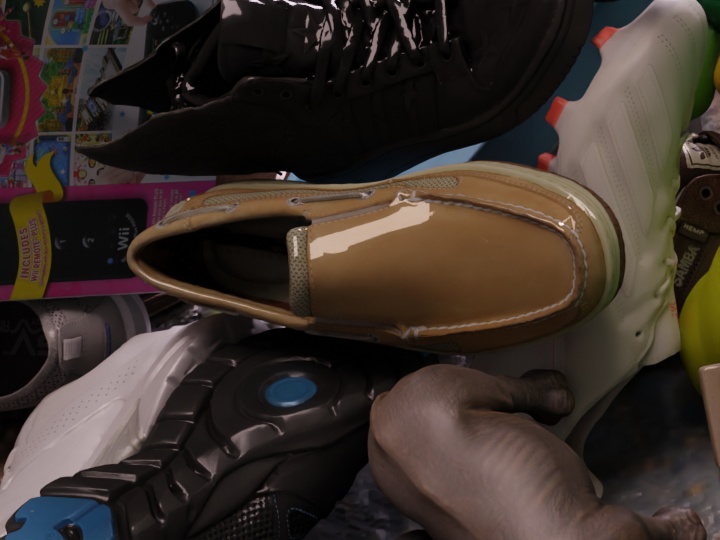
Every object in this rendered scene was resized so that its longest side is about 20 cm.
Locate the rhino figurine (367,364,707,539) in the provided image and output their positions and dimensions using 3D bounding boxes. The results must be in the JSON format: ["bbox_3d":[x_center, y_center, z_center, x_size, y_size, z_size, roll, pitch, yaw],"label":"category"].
[{"bbox_3d":[0.077,0.103,1.018,0.200,0.060,0.087,45,27,27],"label":"rhino figurine"}]

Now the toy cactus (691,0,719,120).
[{"bbox_3d":[0.197,-0.138,1.172,0.199,0.165,0.102,-21,20,29],"label":"toy cactus"}]

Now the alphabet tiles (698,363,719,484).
[{"bbox_3d":[0.201,0.080,0.927,0.165,0.201,0.006,-11,-1,-1],"label":"alphabet tiles"}]

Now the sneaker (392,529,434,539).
[{"bbox_3d":[-0.029,0.169,1.015,0.079,0.076,0.200,-6,28,35],"label":"sneaker"}]

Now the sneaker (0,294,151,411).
[{"bbox_3d":[-0.193,0.027,1.228,0.199,0.075,0.082,-7,-3,16],"label":"sneaker"}]

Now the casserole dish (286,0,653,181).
[{"bbox_3d":[0.048,-0.070,1.191,0.200,0.039,0.121,-51,27,-19],"label":"casserole dish"}]

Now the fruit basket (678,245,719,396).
[{"bbox_3d":[0.202,0.010,1.049,0.155,0.216,0.216,7,39,-2],"label":"fruit basket"}]

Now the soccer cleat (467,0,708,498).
[{"bbox_3d":[0.097,-0.007,1.095,0.077,0.201,0.069,29,19,20],"label":"soccer cleat"}]

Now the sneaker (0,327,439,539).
[{"bbox_3d":[-0.049,0.088,1.099,0.200,0.082,0.073,-32,36,-29],"label":"sneaker"}]

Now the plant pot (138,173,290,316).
[{"bbox_3d":[-0.151,-0.106,1.299,0.199,0.199,0.201,-12,36,9],"label":"plant pot"}]

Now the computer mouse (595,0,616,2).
[{"bbox_3d":[0.172,-0.121,1.071,0.199,0.140,0.046,8,84,5],"label":"computer mouse"}]

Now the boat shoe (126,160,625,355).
[{"bbox_3d":[0.000,0.000,1.075,0.199,0.072,0.076,-3,5,37],"label":"boat shoe"}]

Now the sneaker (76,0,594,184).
[{"bbox_3d":[-0.012,-0.078,1.104,0.199,0.104,0.060,-28,50,46],"label":"sneaker"}]

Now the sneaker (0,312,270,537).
[{"bbox_3d":[-0.113,0.097,1.145,0.099,0.078,0.200,0,38,51],"label":"sneaker"}]

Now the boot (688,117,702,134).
[{"bbox_3d":[0.089,-0.079,1.278,0.095,0.073,0.201,-33,40,30],"label":"boot"}]

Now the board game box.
[{"bbox_3d":[-0.156,-0.063,1.169,0.199,0.148,0.064,-3,18,-28],"label":"board game box"}]

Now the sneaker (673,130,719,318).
[{"bbox_3d":[0.151,-0.022,1.158,0.199,0.076,0.071,-23,37,-4],"label":"sneaker"}]
